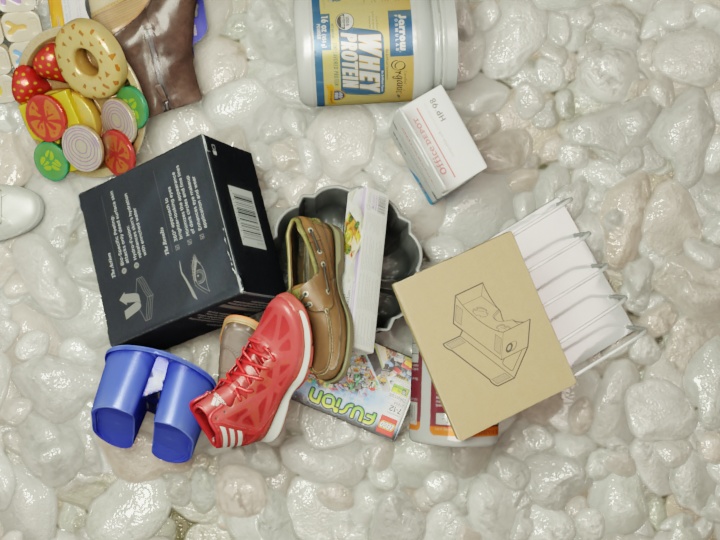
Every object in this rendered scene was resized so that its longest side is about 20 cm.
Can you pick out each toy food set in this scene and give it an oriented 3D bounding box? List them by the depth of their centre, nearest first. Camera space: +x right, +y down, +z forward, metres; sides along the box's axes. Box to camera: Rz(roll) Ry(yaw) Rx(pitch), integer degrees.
[{"bbox_3d":[-0.350,-0.205,1.432,0.198,0.049,0.200,-13,108,28],"label":"toy food set"}]

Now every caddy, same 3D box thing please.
[{"bbox_3d":[-0.250,0.154,1.398,0.140,0.200,0.106,16,64,-5],"label":"caddy"}]

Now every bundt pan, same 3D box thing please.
[{"bbox_3d":[-0.022,-0.001,1.452,0.199,0.076,0.205,1,74,-5],"label":"bundt pan"}]

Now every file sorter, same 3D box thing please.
[{"bbox_3d":[0.252,0.026,1.452,0.138,0.125,0.202,-30,91,-1],"label":"file sorter"}]

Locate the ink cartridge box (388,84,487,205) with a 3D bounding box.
[{"bbox_3d":[0.094,-0.153,1.410,0.066,0.200,0.117,-30,91,-2],"label":"ink cartridge box"}]

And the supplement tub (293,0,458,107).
[{"bbox_3d":[0.018,-0.282,1.437,0.197,0.145,0.147,-4,90,-1],"label":"supplement tub"}]

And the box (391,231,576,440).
[{"bbox_3d":[0.148,0.076,1.367,0.162,0.021,0.202,-24,91,-10],"label":"box"}]

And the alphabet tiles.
[{"bbox_3d":[-0.493,-0.296,1.429,0.193,0.015,0.202,-4,128,-2],"label":"alphabet tiles"}]

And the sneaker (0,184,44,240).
[{"bbox_3d":[-0.505,-0.073,1.452,0.197,0.085,0.074,-3,88,-3],"label":"sneaker"}]

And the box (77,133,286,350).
[{"bbox_3d":[-0.216,-0.028,1.391,0.198,0.117,0.199,-21,75,22],"label":"box"}]

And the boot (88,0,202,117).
[{"bbox_3d":[-0.229,-0.295,1.444,0.198,0.072,0.168,-22,102,-3],"label":"boot"}]

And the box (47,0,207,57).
[{"bbox_3d":[-0.298,-0.326,1.483,0.197,0.041,0.121,-8,90,-4],"label":"box"}]

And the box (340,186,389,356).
[{"bbox_3d":[0.000,0.000,1.388,0.041,0.038,0.203,18,70,-37],"label":"box"}]

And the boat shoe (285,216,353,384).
[{"bbox_3d":[-0.058,0.034,1.352,0.072,0.068,0.203,-28,59,37],"label":"boat shoe"}]

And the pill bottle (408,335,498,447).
[{"bbox_3d":[0.119,0.113,1.430,0.112,0.114,0.203,3,87,-2],"label":"pill bottle"}]

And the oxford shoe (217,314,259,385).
[{"bbox_3d":[-0.143,0.137,1.405,0.070,0.202,0.073,9,45,10],"label":"oxford shoe"}]

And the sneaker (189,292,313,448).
[{"bbox_3d":[-0.127,0.125,1.313,0.078,0.115,0.202,31,119,35],"label":"sneaker"}]

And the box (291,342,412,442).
[{"bbox_3d":[-0.027,0.133,1.486,0.198,0.035,0.111,22,88,-1],"label":"box"}]
